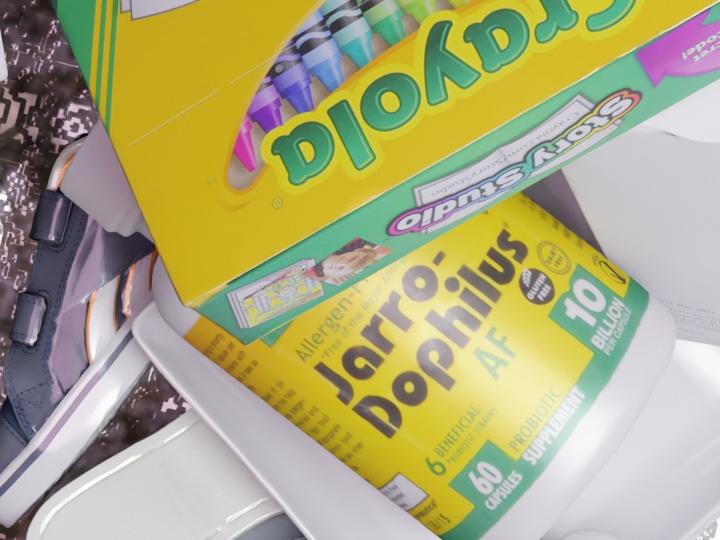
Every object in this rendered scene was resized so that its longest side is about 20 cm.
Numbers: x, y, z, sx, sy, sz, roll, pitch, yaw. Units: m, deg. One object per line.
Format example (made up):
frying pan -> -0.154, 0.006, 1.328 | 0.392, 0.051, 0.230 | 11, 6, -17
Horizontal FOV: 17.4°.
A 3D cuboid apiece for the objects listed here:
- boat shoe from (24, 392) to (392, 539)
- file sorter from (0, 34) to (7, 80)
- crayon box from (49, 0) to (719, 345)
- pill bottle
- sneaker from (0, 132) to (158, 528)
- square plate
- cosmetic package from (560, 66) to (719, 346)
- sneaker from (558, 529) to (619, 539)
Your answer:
boat shoe -> -0.038, 0.077, 0.905 | 0.199, 0.062, 0.073 | -26, 79, -16
file sorter -> -0.230, -0.125, 0.753 | 0.199, 0.124, 0.140 | 16, 120, 44
crayon box -> 0.007, -0.102, 0.718 | 0.199, 0.058, 0.173 | -30, 66, 8
pill bottle -> 0.000, 0.000, 0.809 | 0.200, 0.113, 0.113 | 38, 94, -3
sneaker -> -0.097, 0.000, 0.901 | 0.079, 0.078, 0.201 | 37, 83, -2
square plate -> 0.047, 0.039, 0.886 | 0.198, 0.028, 0.200 | -40, 89, -19
cosmetic package -> 0.137, -0.038, 0.796 | 0.112, 0.200, 0.082 | 10, 71, 19
sneaker -> 0.135, 0.171, 0.822 | 0.200, 0.081, 0.075 | 45, 100, 23
